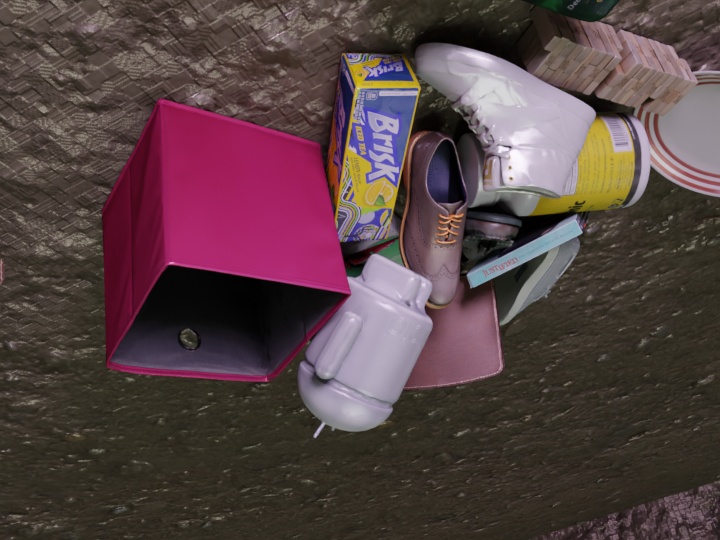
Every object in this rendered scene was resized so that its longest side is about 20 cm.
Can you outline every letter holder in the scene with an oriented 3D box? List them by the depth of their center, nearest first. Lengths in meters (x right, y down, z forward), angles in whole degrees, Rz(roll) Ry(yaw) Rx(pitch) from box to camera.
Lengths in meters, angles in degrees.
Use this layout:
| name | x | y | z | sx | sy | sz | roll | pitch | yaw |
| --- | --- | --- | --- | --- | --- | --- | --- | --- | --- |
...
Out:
| name | x | y | z | sx | sy | sz | roll | pitch | yaw |
| --- | --- | --- | --- | --- | --- | --- | --- | --- | --- |
| letter holder | 0.087 | 0.089 | 1.085 | 0.198 | 0.144 | 0.101 | -7 | 169 | 7 |

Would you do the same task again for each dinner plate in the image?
| name | x | y | z | sx | sy | sz | roll | pitch | yaw |
| --- | --- | --- | --- | --- | --- | --- | --- | --- | --- |
| dinner plate | 0.413 | -0.157 | 0.928 | 0.199 | 0.024 | 0.201 | 25 | 156 | 12 |

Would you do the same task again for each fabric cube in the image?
| name | x | y | z | sx | sy | sz | roll | pitch | yaw |
| --- | --- | --- | --- | --- | --- | --- | --- | --- | --- |
| fabric cube | -0.152 | -0.021 | 0.857 | 0.195 | 0.201 | 0.200 | 9 | 142 | -32 |

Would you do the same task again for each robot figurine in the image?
| name | x | y | z | sx | sy | sz | roll | pitch | yaw |
| --- | --- | --- | --- | --- | --- | --- | --- | --- | --- |
| robot figurine | 0.003 | 0.086 | 0.871 | 0.201 | 0.112 | 0.169 | -64 | 153 | 2 |

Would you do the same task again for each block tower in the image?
| name | x | y | z | sx | sy | sz | roll | pitch | yaw |
| --- | --- | --- | --- | --- | --- | --- | --- | --- | --- |
| block tower | 0.252 | -0.215 | 0.837 | 0.198 | 0.054 | 0.058 | 9 | 141 | -29 |

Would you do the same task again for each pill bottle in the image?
| name | x | y | z | sx | sy | sz | roll | pitch | yaw |
| --- | --- | --- | --- | --- | --- | --- | --- | --- | --- |
| pill bottle | 0.212 | -0.120 | 0.916 | 0.198 | 0.112 | 0.112 | -5 | 147 | -12 |

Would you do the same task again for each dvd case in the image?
| name | x | y | z | sx | sy | sz | roll | pitch | yaw |
| --- | --- | --- | --- | --- | --- | --- | --- | --- | --- |
| dvd case | 0.216 | -0.041 | 1.012 | 0.145 | 0.022 | 0.200 | -29 | -178 | 24 |

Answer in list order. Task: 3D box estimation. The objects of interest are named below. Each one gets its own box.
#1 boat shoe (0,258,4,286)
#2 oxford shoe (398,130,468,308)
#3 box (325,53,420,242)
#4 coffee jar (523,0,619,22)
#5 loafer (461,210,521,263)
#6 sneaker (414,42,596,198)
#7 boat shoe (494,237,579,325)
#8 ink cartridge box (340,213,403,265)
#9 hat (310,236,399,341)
| name | x | y | z | sx | sy | sz | roll | pitch | yaw |
| --- | --- | --- | --- | --- | --- | --- | --- | --- | --- |
| boat shoe | -0.467 | 0.036 | 0.958 | 0.199 | 0.076 | 0.073 | -27 | 151 | 36 |
| oxford shoe | 0.084 | -0.052 | 0.897 | 0.071 | 0.202 | 0.073 | -10 | -169 | -15 |
| box | 0.006 | -0.124 | 0.850 | 0.069 | 0.065 | 0.201 | -4 | 136 | -15 |
| coffee jar | 0.134 | -0.276 | 0.672 | 0.198 | 0.086 | 0.105 | 3 | 144 | -23 |
| loafer | 0.145 | -0.036 | 0.972 | 0.071 | 0.064 | 0.200 | 10 | -178 | -3 |
| sneaker | 0.131 | -0.140 | 0.808 | 0.198 | 0.117 | 0.074 | 21 | 177 | -11 |
| boat shoe | 0.251 | 0.016 | 1.175 | 0.071 | 0.071 | 0.201 | 5 | 141 | -21 |
| ink cartridge box | -0.036 | -0.016 | 1.047 | 0.199 | 0.050 | 0.161 | -28 | 144 | 19 |
| hat | 0.000 | 0.000 | 1.020 | 0.176 | 0.199 | 0.166 | -51 | 139 | -22 |
